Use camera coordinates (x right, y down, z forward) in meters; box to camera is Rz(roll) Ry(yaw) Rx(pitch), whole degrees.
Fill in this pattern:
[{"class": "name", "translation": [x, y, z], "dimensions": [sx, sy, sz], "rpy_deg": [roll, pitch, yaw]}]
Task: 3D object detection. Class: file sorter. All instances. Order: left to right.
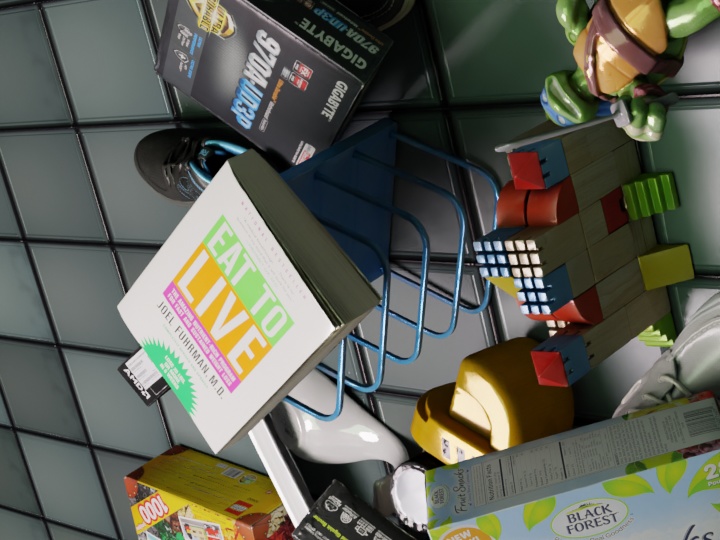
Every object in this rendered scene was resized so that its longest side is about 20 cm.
[{"class": "file sorter", "translation": [0.000, 0.000, 1.092], "dimensions": [0.122, 0.199, 0.140], "rpy_deg": [26, 129, 30]}]

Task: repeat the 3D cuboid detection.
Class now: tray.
[{"class": "tray", "translation": [-0.077, 0.176, 1.362], "dimensions": [0.201, 0.022, 0.107], "rpy_deg": [64, 177, -3]}]

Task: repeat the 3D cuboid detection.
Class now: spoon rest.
[{"class": "spoon rest", "translation": [-0.018, 0.149, 1.316], "dimensions": [0.200, 0.060, 0.100], "rpy_deg": [35, 134, 46]}]

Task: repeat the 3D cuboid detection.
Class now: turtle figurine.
[{"class": "turtle figurine", "translation": [0.153, -0.156, 0.859], "dimensions": [0.194, 0.199, 0.145], "rpy_deg": [-44, 38, 29]}]

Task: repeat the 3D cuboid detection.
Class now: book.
[{"class": "book", "translation": [-0.085, 0.025, 1.012], "dimensions": [0.134, 0.048, 0.200], "rpy_deg": [53, 138, 9]}]

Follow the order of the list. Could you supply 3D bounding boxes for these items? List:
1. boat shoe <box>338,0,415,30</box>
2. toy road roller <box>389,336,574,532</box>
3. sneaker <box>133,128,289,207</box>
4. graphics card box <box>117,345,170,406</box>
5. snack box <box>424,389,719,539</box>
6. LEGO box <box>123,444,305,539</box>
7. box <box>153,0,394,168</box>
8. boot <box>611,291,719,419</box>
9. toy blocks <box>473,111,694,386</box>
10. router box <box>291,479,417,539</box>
[{"class": "boat shoe", "translation": [-0.043, -0.206, 1.120], "dimensions": [0.199, 0.065, 0.073], "rpy_deg": [6, 116, 45]}, {"class": "toy road roller", "translation": [0.126, 0.142, 1.102], "dimensions": [0.199, 0.122, 0.147], "rpy_deg": [29, 119, 34]}, {"class": "sneaker", "translation": [-0.125, -0.092, 1.247], "dimensions": [0.199, 0.074, 0.082], "rpy_deg": [18, 164, 36]}, {"class": "graphics card box", "translation": [-0.124, 0.037, 1.297], "dimensions": [0.051, 0.125, 0.200], "rpy_deg": [49, 141, 0]}, {"class": "snack box", "translation": [0.160, 0.186, 0.967], "dimensions": [0.198, 0.068, 0.170], "rpy_deg": [-17, 118, 9]}, {"class": "LEGO box", "translation": [-0.136, 0.278, 1.487], "dimensions": [0.199, 0.077, 0.150], "rpy_deg": [11, 119, 43]}, {"class": "box", "translation": [-0.072, -0.160, 1.104], "dimensions": [0.158, 0.046, 0.200], "rpy_deg": [35, 159, -2]}, {"class": "boot", "translation": [0.213, 0.099, 0.995], "dimensions": [0.073, 0.095, 0.201], "rpy_deg": [40, 137, 16]}, {"class": "toy blocks", "translation": [0.136, -0.017, 0.983], "dimensions": [0.099, 0.136, 0.202], "rpy_deg": [0, 111, 46]}, {"class": "router box", "translation": [0.037, 0.278, 1.248], "dimensions": [0.149, 0.062, 0.201], "rpy_deg": [33, 162, 31]}]
